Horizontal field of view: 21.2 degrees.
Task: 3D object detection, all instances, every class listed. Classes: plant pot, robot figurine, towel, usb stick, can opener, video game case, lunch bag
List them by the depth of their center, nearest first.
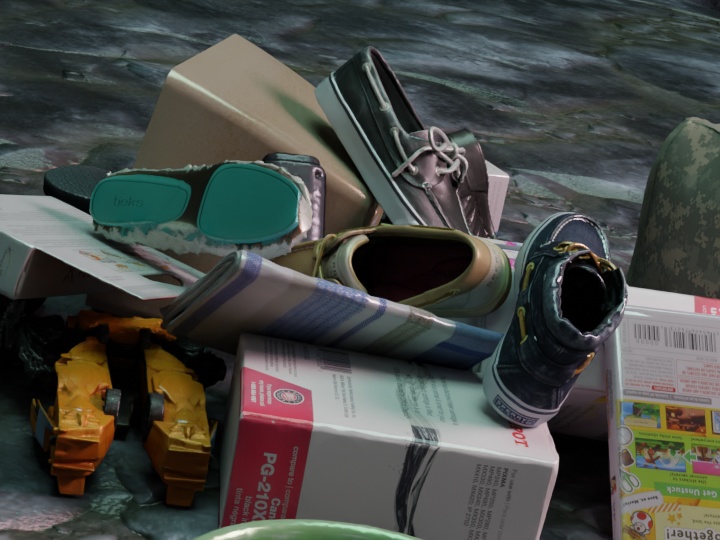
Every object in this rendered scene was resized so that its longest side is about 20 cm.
[{"bbox_3d":[-0.157,0.083,1.263,0.144,0.059,0.200,8,18,-13],"label":"robot figurine"},{"bbox_3d":[-0.021,0.038,1.276,0.198,0.024,0.147,17,-24,-20],"label":"towel"},{"bbox_3d":[0.261,0.118,1.283,0.198,0.023,0.184,7,62,-11],"label":"video game case"},{"bbox_3d":[-0.053,0.011,1.378,0.055,0.202,0.033,3,-23,-3],"label":"usb stick"},{"bbox_3d":[-0.261,0.018,1.389,0.078,0.064,0.200,13,18,7],"label":"can opener"},{"bbox_3d":[-0.079,-0.048,1.529,0.176,0.201,0.200,24,18,5],"label":"plant pot"},{"bbox_3d":[0.319,-0.021,1.665,0.117,0.202,0.164,3,18,-25],"label":"lunch bag"}]

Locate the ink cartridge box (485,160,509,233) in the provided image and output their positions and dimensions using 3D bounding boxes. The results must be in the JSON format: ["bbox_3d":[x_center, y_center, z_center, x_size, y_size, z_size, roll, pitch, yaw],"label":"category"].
[{"bbox_3d":[0.019,-0.045,1.685,0.198,0.116,0.068,3,18,-24],"label":"ink cartridge box"}]

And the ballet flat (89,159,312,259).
[{"bbox_3d":[-0.102,-0.040,1.350,0.199,0.073,0.071,7,12,36],"label":"ballet flat"}]

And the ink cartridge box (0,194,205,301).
[{"bbox_3d":[-0.196,-0.002,1.351,0.173,0.044,0.200,27,8,13],"label":"ink cartridge box"}]

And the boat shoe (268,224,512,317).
[{"bbox_3d":[0.000,0.000,1.307,0.198,0.075,0.066,-8,-20,18],"label":"boat shoe"}]

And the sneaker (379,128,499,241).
[{"bbox_3d":[0.059,-0.044,1.631,0.103,0.202,0.060,-18,19,-18],"label":"sneaker"}]

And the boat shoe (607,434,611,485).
[{"bbox_3d":[0.260,0.155,1.310,0.198,0.070,0.067,22,45,-1],"label":"boat shoe"}]

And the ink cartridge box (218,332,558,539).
[{"bbox_3d":[0.014,0.115,1.226,0.198,0.085,0.145,10,17,-7],"label":"ink cartridge box"}]

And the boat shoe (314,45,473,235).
[{"bbox_3d":[0.044,-0.081,1.461,0.200,0.068,0.073,59,20,21],"label":"boat shoe"}]

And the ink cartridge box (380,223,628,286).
[{"bbox_3d":[0.114,0.034,1.548,0.198,0.088,0.145,9,17,-14],"label":"ink cartridge box"}]

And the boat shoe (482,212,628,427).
[{"bbox_3d":[0.141,0.010,1.243,0.070,0.091,0.201,30,40,-6],"label":"boat shoe"}]

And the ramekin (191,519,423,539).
[{"bbox_3d":[-0.007,0.206,0.906,0.198,0.099,0.200,10,17,-3],"label":"ramekin"}]

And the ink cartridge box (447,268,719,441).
[{"bbox_3d":[0.163,0.065,1.384,0.198,0.086,0.148,10,-17,-9],"label":"ink cartridge box"}]

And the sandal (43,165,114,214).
[{"bbox_3d":[-0.184,-0.043,1.687,0.199,0.043,0.076,16,22,-22],"label":"sandal"}]
